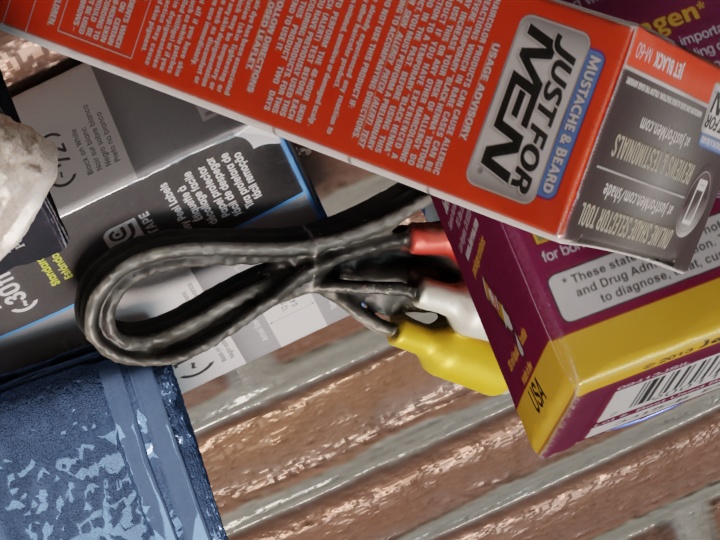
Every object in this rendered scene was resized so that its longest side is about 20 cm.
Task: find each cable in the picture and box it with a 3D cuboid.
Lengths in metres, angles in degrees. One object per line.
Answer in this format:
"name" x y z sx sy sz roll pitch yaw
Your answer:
"cable" 0.000 0.000 0.846 0.199 0.050 0.098 1 119 -32

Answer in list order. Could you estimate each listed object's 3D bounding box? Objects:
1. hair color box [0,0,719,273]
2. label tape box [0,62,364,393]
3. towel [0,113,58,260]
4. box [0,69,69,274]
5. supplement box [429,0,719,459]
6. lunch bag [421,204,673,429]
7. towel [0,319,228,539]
"hair color box" 0.001 -0.064 0.683 0.111 0.199 0.064 10 102 -64
"label tape box" -0.112 0.001 0.879 0.199 0.066 0.144 -27 148 -1
"towel" -0.192 0.011 0.644 0.200 0.035 0.132 -44 137 20
"box" -0.207 -0.065 0.663 0.181 0.104 0.201 -24 139 -4
"supplement box" 0.084 -0.059 0.786 0.130 0.201 0.103 -19 165 -8
"lunch bag" 0.116 -0.016 0.993 0.160 0.083 0.200 -31 147 7
"towel" -0.150 0.102 0.857 0.199 0.049 0.112 -20 107 -11
